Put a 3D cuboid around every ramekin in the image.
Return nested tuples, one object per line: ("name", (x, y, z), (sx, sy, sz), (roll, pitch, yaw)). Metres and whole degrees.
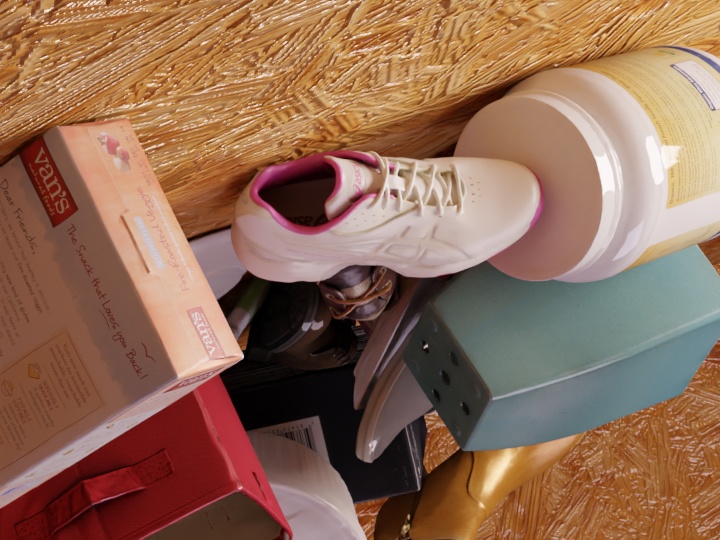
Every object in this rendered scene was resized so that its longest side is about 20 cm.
("ramekin", (-0.091, 0.219, 1.614), (0.202, 0.202, 0.094), (-29, -151, 15))

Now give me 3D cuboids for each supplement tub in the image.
("supplement tub", (0.169, -0.072, 1.365), (0.200, 0.145, 0.144), (-17, 168, -48))

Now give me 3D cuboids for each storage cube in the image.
("storage cube", (-0.166, 0.113, 1.268), (0.171, 0.180, 0.200), (-27, 160, 1))

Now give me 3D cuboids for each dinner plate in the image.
("dinner plate", (-0.147, 0.023, 1.404), (0.200, 0.024, 0.200), (-26, 173, -3))

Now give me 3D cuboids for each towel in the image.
("towel", (-0.135, 0.109, 1.553), (0.149, 0.031, 0.200), (-48, -170, 53))

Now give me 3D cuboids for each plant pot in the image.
("plant pot", (0.143, 0.041, 1.491), (0.200, 0.141, 0.141), (-22, 156, -24))

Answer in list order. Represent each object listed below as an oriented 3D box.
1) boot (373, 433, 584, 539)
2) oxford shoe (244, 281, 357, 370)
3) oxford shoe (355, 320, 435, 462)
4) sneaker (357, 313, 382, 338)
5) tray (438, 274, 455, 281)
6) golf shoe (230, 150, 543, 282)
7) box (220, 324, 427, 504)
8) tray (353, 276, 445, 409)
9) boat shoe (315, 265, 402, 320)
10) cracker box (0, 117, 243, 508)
("boot", (0.101, 0.190, 1.683), (0.201, 0.071, 0.144), (-28, -162, 19))
("oxford shoe", (-0.037, 0.039, 1.585), (0.084, 0.073, 0.200), (15, 171, -7))
("oxford shoe", (0.062, 0.073, 1.574), (0.200, 0.058, 0.075), (-51, 164, -28))
("sneaker", (0.026, 0.004, 1.661), (0.088, 0.081, 0.200), (-32, 177, 5))
("tray", (0.105, -0.046, 1.534), (0.099, 0.037, 0.200), (-67, 160, 11))
("golf shoe", (0.018, -0.040, 1.249), (0.200, 0.075, 0.092), (-9, 158, -4))
("box", (-0.050, 0.133, 1.748), (0.200, 0.123, 0.198), (-12, -171, 6))
("tray", (0.048, 0.014, 1.569), (0.200, 0.022, 0.107), (-63, 164, 9))
("boat shoe", (0.000, 0.000, 1.442), (0.072, 0.072, 0.200), (-22, 172, 1))
("cracker box", (-0.167, 0.030, 0.995), (0.200, 0.134, 0.058), (-31, 171, 34))
